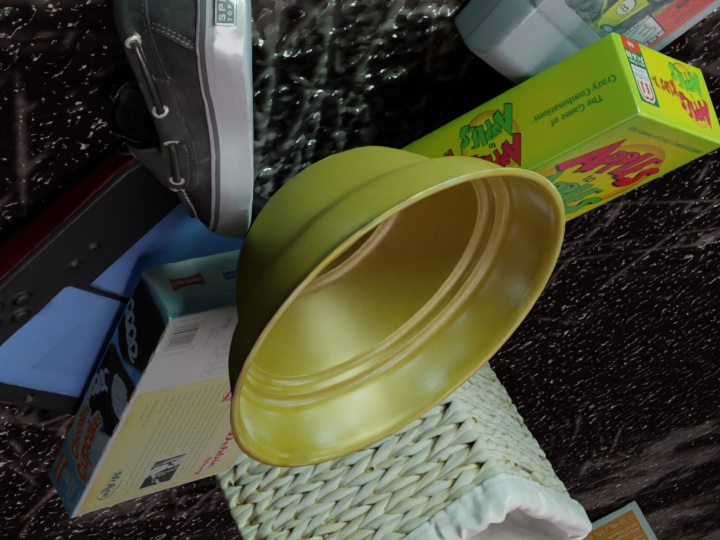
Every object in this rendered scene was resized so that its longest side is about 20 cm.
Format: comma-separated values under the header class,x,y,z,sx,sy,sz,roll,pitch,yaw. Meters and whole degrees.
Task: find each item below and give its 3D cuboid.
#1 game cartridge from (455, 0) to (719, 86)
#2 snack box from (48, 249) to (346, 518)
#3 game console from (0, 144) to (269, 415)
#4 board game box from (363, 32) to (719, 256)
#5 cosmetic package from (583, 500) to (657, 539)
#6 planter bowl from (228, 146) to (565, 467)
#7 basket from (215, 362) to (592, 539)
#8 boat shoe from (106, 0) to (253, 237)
class,x,y,z,sx,sy,sz,roll,pitch,yaw
game cartridge,0.149,-0.162,0.860,0.199,0.041,0.133,-37,151,17
snack box,-0.096,0.062,0.962,0.115,0.037,0.201,-12,149,-36
game console,-0.126,0.014,0.908,0.176,0.031,0.200,-36,156,16
board game box,0.086,-0.055,0.925,0.199,0.048,0.101,-27,159,32
cosmetic package,0.313,0.374,1.898,0.101,0.201,0.071,-26,157,-6
planter bowl,0.000,0.000,0.848,0.199,0.084,0.201,-28,149,-19
basket,0.030,0.161,1.211,0.199,0.162,0.198,-33,156,13
boat shoe,-0.081,-0.072,0.753,0.065,0.071,0.200,0,160,-3
